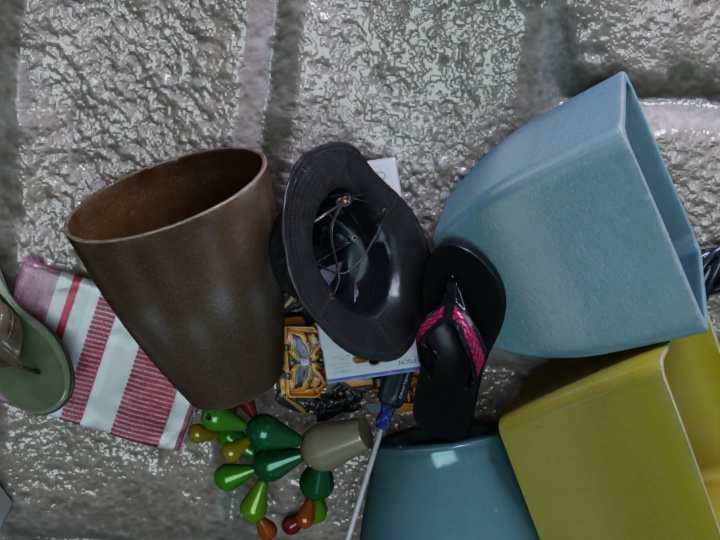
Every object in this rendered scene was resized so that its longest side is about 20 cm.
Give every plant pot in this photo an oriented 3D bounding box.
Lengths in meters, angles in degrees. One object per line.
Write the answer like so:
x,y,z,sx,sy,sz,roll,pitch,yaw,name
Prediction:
0.086,0.246,1.345,0.200,0.200,0.188,-8,92,0,plant pot
0.181,-0.032,1.267,0.200,0.196,0.196,-22,106,19,plant pot
-0.143,0.018,1.274,0.187,0.187,0.200,-17,113,2,plant pot
0.243,0.156,1.299,0.176,0.200,0.200,-16,101,27,plant pot

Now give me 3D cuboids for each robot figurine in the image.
0.004,0.076,1.351,0.200,0.058,0.145,-3,104,-2,robot figurine

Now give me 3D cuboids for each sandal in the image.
-0.345,0.053,1.307,0.080,0.057,0.201,-38,90,15,sandal
0.080,0.069,1.234,0.075,0.045,0.200,16,119,19,sandal

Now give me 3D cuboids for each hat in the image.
-0.026,-0.007,1.235,0.081,0.201,0.201,-17,109,36,hat

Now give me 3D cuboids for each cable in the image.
0.398,0.053,1.373,0.200,0.051,0.163,17,100,-3,cable

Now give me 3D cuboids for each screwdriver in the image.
0.013,0.161,1.292,0.028,0.029,0.200,14,76,20,screwdriver

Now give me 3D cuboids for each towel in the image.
-0.248,0.084,1.362,0.200,0.023,0.144,18,103,-9,towel

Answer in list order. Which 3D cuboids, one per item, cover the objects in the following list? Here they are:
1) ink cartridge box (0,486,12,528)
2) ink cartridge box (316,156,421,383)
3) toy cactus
-0.458,0.245,1.374,0.200,0.067,0.116,-31,105,7,ink cartridge box
0.000,0.000,1.303,0.095,0.037,0.200,-8,81,-3,ink cartridge box
-0.064,0.175,1.349,0.165,0.102,0.200,-20,121,22,toy cactus
